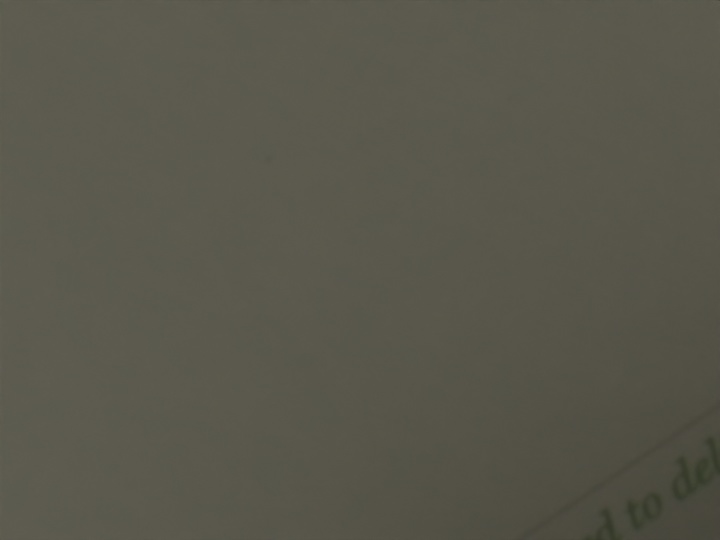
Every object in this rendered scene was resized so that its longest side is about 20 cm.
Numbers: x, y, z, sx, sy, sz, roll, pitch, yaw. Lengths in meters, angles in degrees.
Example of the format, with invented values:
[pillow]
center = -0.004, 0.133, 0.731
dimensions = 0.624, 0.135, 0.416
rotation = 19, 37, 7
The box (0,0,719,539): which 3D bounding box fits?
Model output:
[box]
center = -0.010, -0.026, 0.525
dimensions = 0.199, 0.200, 0.171
rotation = -33, 6, -6
